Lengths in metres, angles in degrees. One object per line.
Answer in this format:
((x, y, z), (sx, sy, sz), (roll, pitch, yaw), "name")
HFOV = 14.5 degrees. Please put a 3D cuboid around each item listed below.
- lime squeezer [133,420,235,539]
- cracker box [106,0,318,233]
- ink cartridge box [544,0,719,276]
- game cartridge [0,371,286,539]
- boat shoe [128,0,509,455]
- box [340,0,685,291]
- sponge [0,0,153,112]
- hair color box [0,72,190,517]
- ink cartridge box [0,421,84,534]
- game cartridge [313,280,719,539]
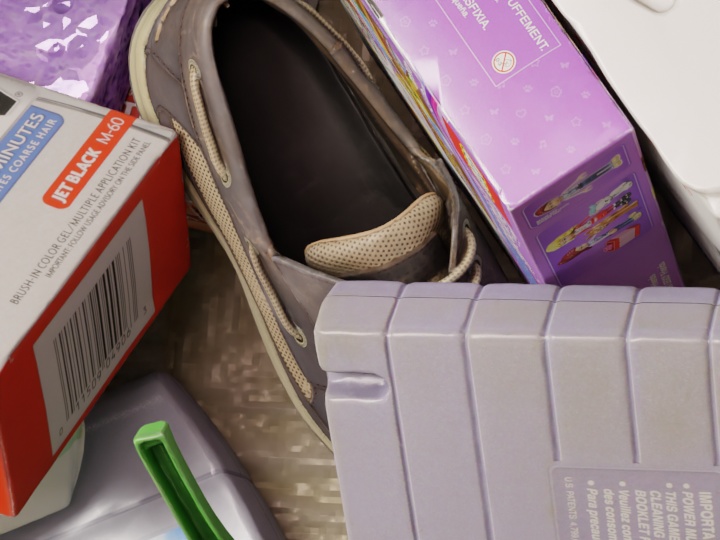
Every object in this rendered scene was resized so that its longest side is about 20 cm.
((-0.022, 0.126, 0.801), (0.038, 0.071, 0.200), (-17, 104, -6), "lime squeezer")
((-0.076, -0.123, 0.908), (0.134, 0.058, 0.200), (14, 83, 18), "cracker box")
((0.103, -0.066, 0.767), (0.084, 0.200, 0.145), (-35, 71, 4), "ink cartridge box")
((-0.072, 0.138, 0.861), (0.133, 0.040, 0.200), (-22, 73, 6), "game cartridge")
((0.000, 0.000, 0.821), (0.074, 0.073, 0.200), (-38, 94, -8), "boat shoe")
((0.035, -0.051, 0.784), (0.039, 0.200, 0.137), (-33, 71, 1), "box")
((-0.091, -0.149, 0.872), (0.112, 0.030, 0.200), (21, 85, 20), "sponge")
((-0.164, -0.016, 0.827), (0.200, 0.064, 0.111), (17, 50, 18), "hair color box")
((-0.208, 0.041, 0.840), (0.200, 0.050, 0.161), (-20, 49, -30), "ink cartridge box")
((0.065, 0.092, 0.770), (0.130, 0.038, 0.200), (-1, 122, 12), "game cartridge")
